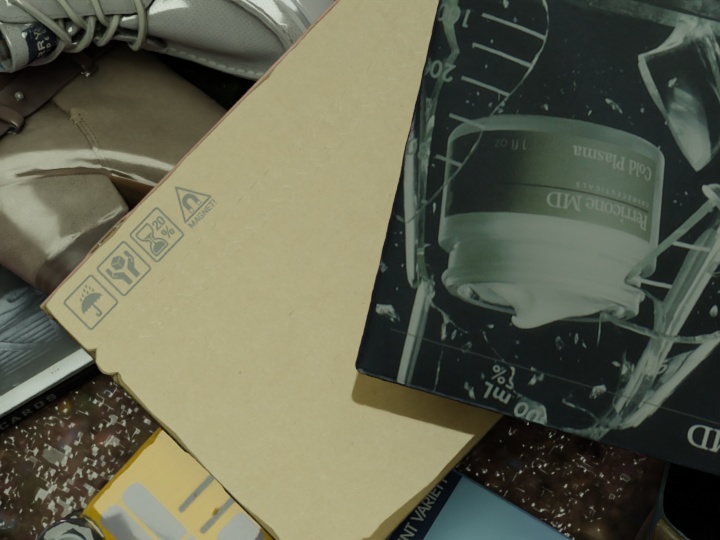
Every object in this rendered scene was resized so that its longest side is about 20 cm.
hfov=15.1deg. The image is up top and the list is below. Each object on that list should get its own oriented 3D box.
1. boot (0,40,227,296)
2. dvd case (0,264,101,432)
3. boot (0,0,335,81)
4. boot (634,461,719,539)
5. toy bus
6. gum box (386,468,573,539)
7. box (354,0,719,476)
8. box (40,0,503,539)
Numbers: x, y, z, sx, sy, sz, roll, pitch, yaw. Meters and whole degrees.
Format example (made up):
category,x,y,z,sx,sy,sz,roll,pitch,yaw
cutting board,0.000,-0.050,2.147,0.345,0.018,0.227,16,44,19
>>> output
category,x,y,z,sx,sy,sz,roll,pitch,yaw
boot,-0.089,-0.063,1.163,0.199,0.070,0.147,-23,61,-27
dvd case,-0.197,0.010,1.190,0.199,0.025,0.151,-30,72,-2
boot,-0.110,-0.106,1.123,0.199,0.074,0.096,23,50,22
boot,0.168,0.072,1.065,0.074,0.097,0.200,32,61,17
toy bus,-0.052,0.081,1.111,0.078,0.065,0.200,43,90,2
gum box,0.059,0.192,1.094,0.199,0.045,0.171,30,80,16
box,0.121,-0.044,0.963,0.198,0.124,0.198,15,109,8
box,0.000,0.000,1.069,0.163,0.021,0.200,44,85,4
